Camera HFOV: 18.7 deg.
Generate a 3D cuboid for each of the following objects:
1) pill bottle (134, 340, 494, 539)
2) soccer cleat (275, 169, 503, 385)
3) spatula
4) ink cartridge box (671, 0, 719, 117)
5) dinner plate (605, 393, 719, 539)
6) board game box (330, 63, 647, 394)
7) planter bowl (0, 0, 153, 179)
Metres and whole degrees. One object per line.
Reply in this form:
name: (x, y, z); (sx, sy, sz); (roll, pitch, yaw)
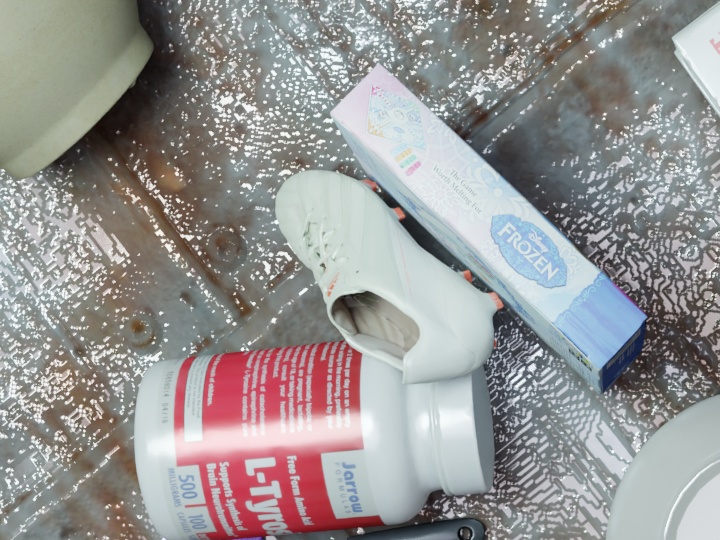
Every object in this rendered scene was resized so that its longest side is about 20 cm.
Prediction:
pill bottle: (-0.025, 0.099, 1.299); (0.200, 0.112, 0.112); (-7, 86, 11)
soccer cleat: (0.000, 0.000, 1.280); (0.200, 0.078, 0.069); (39, 137, 41)
spatula: (-0.022, 0.175, 1.342); (0.200, 0.021, 0.057); (-9, 84, 10)
ink cartridge box: (0.300, -0.129, 1.262); (0.200, 0.084, 0.146); (-35, 82, 7)
dinner plate: (0.244, 0.168, 1.292); (0.200, 0.024, 0.200); (0, 88, 10)
board game box: (0.077, -0.018, 1.240); (0.199, 0.200, 0.043); (43, 89, 9)
planter bowl: (-0.212, -0.141, 1.320); (0.200, 0.200, 0.135); (-42, 108, 6)
